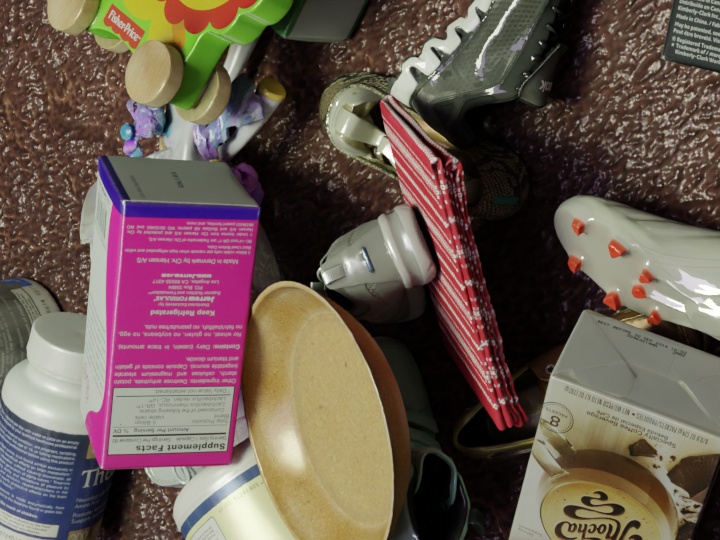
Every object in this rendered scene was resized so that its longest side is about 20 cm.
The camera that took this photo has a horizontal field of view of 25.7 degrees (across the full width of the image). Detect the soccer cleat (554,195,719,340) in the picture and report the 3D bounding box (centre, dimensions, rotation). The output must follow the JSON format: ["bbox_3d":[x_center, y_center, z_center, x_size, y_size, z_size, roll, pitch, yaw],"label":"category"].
[{"bbox_3d":[0.216,0.001,1.006,0.199,0.078,0.070,30,146,26],"label":"soccer cleat"}]

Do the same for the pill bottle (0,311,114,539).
[{"bbox_3d":[-0.264,0.144,1.379,0.111,0.111,0.202,29,113,31],"label":"pill bottle"}]

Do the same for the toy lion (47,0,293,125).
[{"bbox_3d":[-0.121,-0.219,1.132,0.200,0.068,0.193,40,105,40],"label":"toy lion"}]

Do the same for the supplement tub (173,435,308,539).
[{"bbox_3d":[-0.036,0.227,1.191,0.145,0.144,0.201,-44,70,33],"label":"supplement tub"}]

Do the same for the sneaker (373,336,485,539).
[{"bbox_3d":[0.040,0.123,1.117,0.118,0.073,0.202,129,142,-55],"label":"sneaker"}]

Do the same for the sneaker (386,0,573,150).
[{"bbox_3d":[0.112,-0.159,1.066,0.200,0.066,0.091,-44,76,24],"label":"sneaker"}]

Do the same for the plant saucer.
[{"bbox_3d":[-0.019,0.103,1.068,0.200,0.035,0.202,29,125,52],"label":"plant saucer"}]

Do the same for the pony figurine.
[{"bbox_3d":[-0.128,-0.084,1.234,0.201,0.165,0.194,-59,30,31],"label":"pony figurine"}]

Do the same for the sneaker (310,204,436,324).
[{"bbox_3d":[0.000,0.000,1.115,0.081,0.200,0.075,-19,78,-6],"label":"sneaker"}]

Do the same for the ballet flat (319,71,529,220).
[{"bbox_3d":[0.029,-0.093,1.137,0.199,0.075,0.068,31,112,31],"label":"ballet flat"}]

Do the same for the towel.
[{"bbox_3d":[0.060,-0.006,1.045,0.145,0.022,0.202,-123,15,-65],"label":"towel"}]

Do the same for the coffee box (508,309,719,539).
[{"bbox_3d":[0.164,0.141,1.011,0.112,0.080,0.201,19,128,15],"label":"coffee box"}]

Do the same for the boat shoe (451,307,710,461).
[{"bbox_3d":[0.147,0.083,1.075,0.200,0.068,0.072,-37,74,35],"label":"boat shoe"}]

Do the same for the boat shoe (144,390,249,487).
[{"bbox_3d":[-0.116,0.128,1.290,0.201,0.065,0.075,-27,80,37],"label":"boat shoe"}]

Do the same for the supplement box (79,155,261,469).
[{"bbox_3d":[-0.140,0.031,1.132,0.101,0.102,0.202,-130,45,-61],"label":"supplement box"}]

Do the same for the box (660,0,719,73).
[{"bbox_3d":[0.263,-0.209,0.907,0.106,0.122,0.202,21,109,35],"label":"box"}]

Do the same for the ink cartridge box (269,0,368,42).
[{"bbox_3d":[-0.066,-0.287,1.179,0.200,0.083,0.147,43,119,26],"label":"ink cartridge box"}]

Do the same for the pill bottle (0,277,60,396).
[{"bbox_3d":[-0.367,0.073,1.392,0.113,0.199,0.115,6,100,37],"label":"pill bottle"}]
